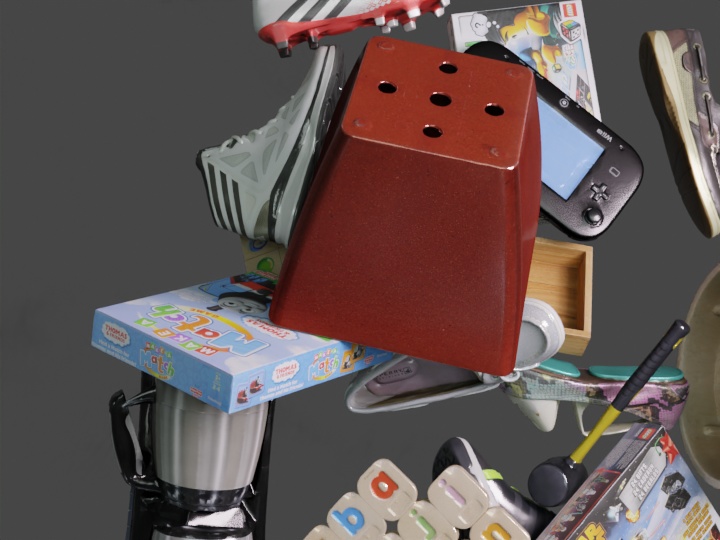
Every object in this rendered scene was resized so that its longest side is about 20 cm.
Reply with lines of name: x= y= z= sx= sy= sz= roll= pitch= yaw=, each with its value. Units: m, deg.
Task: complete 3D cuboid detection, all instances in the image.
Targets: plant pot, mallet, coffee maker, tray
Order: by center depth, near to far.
plant pot: x=0.051 y=-0.065 z=1.240 sx=0.198 sy=0.177 sz=0.201 roll=13 pitch=42 yaw=3
coffee maker: x=-0.127 y=0.162 z=1.322 sx=0.133 sy=0.192 sz=0.202 roll=8 pitch=100 yaw=11
mallet: x=0.211 y=0.124 z=1.345 sx=0.041 sy=0.066 sz=0.201 roll=41 pitch=115 yaw=19
plant pot: x=0.402 y=0.096 z=1.369 sx=0.182 sy=0.200 sz=0.203 roll=7 pitch=80 yaw=-15
tray: x=0.106 y=0.011 z=1.405 sx=0.198 sy=0.037 sz=0.099 roll=10 pitch=55 yaw=-4

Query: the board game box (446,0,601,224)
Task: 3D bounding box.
board game box: x=0.156 y=-0.144 z=1.453 sx=0.125 sy=0.035 sz=0.202 roll=-8 pitch=81 yaw=-6

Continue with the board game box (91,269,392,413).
board game box: x=-0.090 y=0.052 z=1.255 sx=0.150 sy=0.199 sz=0.037 roll=22 pitch=113 yaw=33

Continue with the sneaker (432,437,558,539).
sneaker: x=0.138 y=0.229 z=1.385 sx=0.082 sy=0.072 sz=0.201 roll=-28 pitch=84 yaw=-34

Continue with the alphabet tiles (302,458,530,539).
alphabet tiles: x=0.049 y=0.268 z=1.347 sx=0.195 sy=0.015 sz=0.200 roll=43 pitch=102 yaw=5

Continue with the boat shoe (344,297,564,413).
boat shoe: x=0.079 y=0.078 z=1.345 sx=0.200 sy=0.065 sz=0.075 roll=-14 pitch=114 yaw=26

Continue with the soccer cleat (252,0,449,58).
soccer cleat: x=-0.004 y=-0.257 z=1.442 sx=0.198 sy=0.069 sz=0.086 roll=-14 pitch=86 yaw=-3

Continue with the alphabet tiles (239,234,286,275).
alphabet tiles: x=0.000 y=0.000 z=1.369 sx=0.198 sy=0.008 sz=0.168 roll=-19 pitch=57 yaw=7

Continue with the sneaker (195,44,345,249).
sneaker: x=-0.084 y=-0.123 z=1.407 sx=0.114 sy=0.076 sz=0.202 roll=12 pitch=67 yaw=10

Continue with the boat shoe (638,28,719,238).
boat shoe: x=0.312 y=-0.131 z=1.446 sx=0.064 sy=0.073 sz=0.202 roll=-15 pitch=82 yaw=-2

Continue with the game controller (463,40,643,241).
game controller: x=0.157 y=-0.117 z=1.409 sx=0.199 sy=0.042 sz=0.105 roll=39 pitch=81 yaw=2

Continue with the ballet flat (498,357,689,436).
ballet flat: x=0.194 y=0.112 z=1.404 sx=0.198 sy=0.069 sz=0.072 roll=8 pitch=100 yaw=-4

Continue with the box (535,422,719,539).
box: x=0.222 y=0.248 z=1.343 sx=0.200 sy=0.040 sz=0.137 roll=-44 pitch=112 yaw=-25
